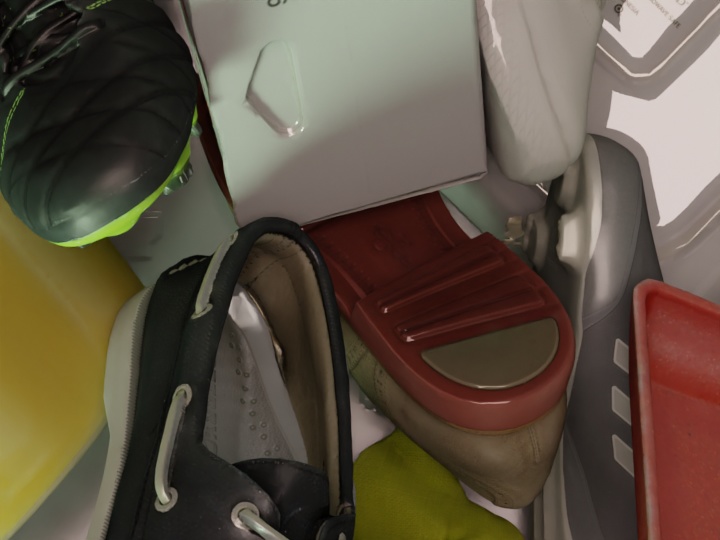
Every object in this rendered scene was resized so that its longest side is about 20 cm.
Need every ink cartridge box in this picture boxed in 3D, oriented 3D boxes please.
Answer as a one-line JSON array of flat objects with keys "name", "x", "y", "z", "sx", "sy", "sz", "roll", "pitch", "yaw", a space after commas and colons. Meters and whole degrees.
[{"name": "ink cartridge box", "x": -0.027, "y": -0.134, "z": 0.726, "sx": 0.084, "sy": 0.145, "sz": 0.200, "roll": -14, "pitch": 57, "yaw": -3}]

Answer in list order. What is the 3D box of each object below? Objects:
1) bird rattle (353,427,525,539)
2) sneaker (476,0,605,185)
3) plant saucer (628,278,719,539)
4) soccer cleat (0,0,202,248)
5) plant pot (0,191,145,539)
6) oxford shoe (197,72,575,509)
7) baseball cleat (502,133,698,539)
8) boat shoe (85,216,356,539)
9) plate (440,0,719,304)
[{"name": "bird rattle", "x": 0.041, "y": 0.152, "z": 0.751, "sx": 0.200, "sy": 0.163, "sz": 0.113, "roll": 37, "pitch": 42, "yaw": 4}, {"name": "sneaker", "x": 0.067, "y": -0.127, "z": 0.740, "sx": 0.088, "sy": 0.075, "sz": 0.201, "roll": -5, "pitch": 75, "yaw": -2}, {"name": "plant saucer", "x": 0.159, "y": 0.119, "z": 0.704, "sx": 0.199, "sy": 0.037, "sz": 0.200, "roll": 21, "pitch": 46, "yaw": -21}, {"name": "soccer cleat", "x": -0.094, "y": -0.081, "z": 0.685, "sx": 0.067, "sy": 0.200, "sz": 0.081, "roll": -32, "pitch": 126, "yaw": 12}, {"name": "plant pot", "x": -0.172, "y": 0.001, "z": 0.735, "sx": 0.189, "sy": 0.201, "sz": 0.201, "roll": 43, "pitch": 86, "yaw": -12}, {"name": "oxford shoe", "x": 0.000, "y": 0.000, "z": 0.769, "sx": 0.070, "sy": 0.075, "sz": 0.200, "roll": -21, "pitch": 48, "yaw": -15}, {"name": "baseball cleat", "x": 0.100, "y": 0.052, "z": 0.781, "sx": 0.106, "sy": 0.070, "sz": 0.201, "roll": 0, "pitch": 107, "yaw": -8}, {"name": "boat shoe", "x": -0.034, "y": 0.067, "z": 0.655, "sx": 0.060, "sy": 0.076, "sz": 0.200, "roll": -38, "pitch": 43, "yaw": 30}, {"name": "plate", "x": 0.095, "y": -0.096, "z": 0.798, "sx": 0.200, "sy": 0.032, "sz": 0.200, "roll": 44, "pitch": 98, "yaw": 3}]
